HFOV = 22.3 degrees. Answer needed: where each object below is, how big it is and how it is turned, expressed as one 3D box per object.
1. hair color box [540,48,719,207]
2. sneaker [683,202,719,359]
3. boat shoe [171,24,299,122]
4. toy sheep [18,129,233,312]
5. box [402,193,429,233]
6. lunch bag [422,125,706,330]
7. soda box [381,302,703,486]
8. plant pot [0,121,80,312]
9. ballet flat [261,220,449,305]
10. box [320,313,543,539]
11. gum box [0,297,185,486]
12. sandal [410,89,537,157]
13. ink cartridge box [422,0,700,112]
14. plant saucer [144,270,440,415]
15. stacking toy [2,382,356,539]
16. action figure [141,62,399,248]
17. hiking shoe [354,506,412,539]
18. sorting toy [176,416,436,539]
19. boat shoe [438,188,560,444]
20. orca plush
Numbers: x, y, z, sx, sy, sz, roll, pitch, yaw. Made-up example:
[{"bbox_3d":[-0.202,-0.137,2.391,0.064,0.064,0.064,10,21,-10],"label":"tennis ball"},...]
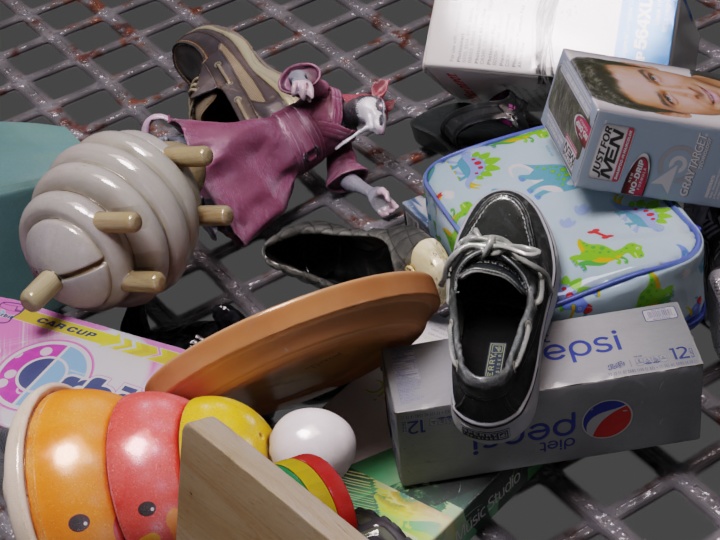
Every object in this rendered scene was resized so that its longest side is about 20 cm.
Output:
[{"bbox_3d":[0.235,-0.093,1.265,0.198,0.061,0.099,7,29,-14],"label":"hair color box"},{"bbox_3d":[0.296,-0.011,1.303,0.114,0.076,0.201,-6,40,2],"label":"sneaker"},{"bbox_3d":[-0.117,-0.155,1.588,0.073,0.075,0.200,-27,38,-24],"label":"boat shoe"},{"bbox_3d":[-0.179,-0.034,1.324,0.137,0.139,0.200,14,36,29],"label":"toy sheep"},{"bbox_3d":[0.137,-0.016,1.370,0.136,0.040,0.200,-23,38,-16],"label":"box"},{"bbox_3d":[0.143,-0.018,1.268,0.159,0.083,0.200,-19,39,-11],"label":"lunch bag"},{"bbox_3d":[0.115,0.079,1.165,0.198,0.069,0.064,-9,40,-3],"label":"soda box"},{"bbox_3d":[-0.297,-0.031,1.409,0.198,0.143,0.141,-18,36,-25],"label":"plant pot"},{"bbox_3d":[0.000,0.000,1.331,0.056,0.067,0.199,-9,9,-35],"label":"ballet flat"},{"bbox_3d":[0.043,0.114,1.216,0.143,0.037,0.200,21,47,34],"label":"box"},{"bbox_3d":[-0.204,0.096,1.268,0.198,0.067,0.114,14,43,28],"label":"gum box"},{"bbox_3d":[0.094,-0.119,1.468,0.075,0.048,0.200,-24,21,-21],"label":"sandal"},{"bbox_3d":[0.165,-0.179,1.481,0.198,0.085,0.146,9,-5,17],"label":"ink cartridge box"},{"bbox_3d":[-0.040,0.056,1.168,0.198,0.200,0.033,-20,77,-14],"label":"plant saucer"},{"bbox_3d":[-0.097,0.118,1.079,0.198,0.147,0.147,-16,33,17],"label":"stacking toy"},{"bbox_3d":[-0.057,-0.098,1.485,0.199,0.135,0.149,-28,21,-20],"label":"action figure"},{"bbox_3d":[-0.036,0.193,1.108,0.199,0.076,0.101,14,49,43],"label":"hiking shoe"},{"bbox_3d":[-0.018,0.202,0.983,0.069,0.201,0.199,-15,33,-36],"label":"sorting toy"},{"bbox_3d":[0.083,0.010,1.134,0.073,0.068,0.201,3,46,14],"label":"boat shoe"},{"bbox_3d":[-0.093,0.043,1.313,0.199,0.072,0.105,19,44,33],"label":"orca plush"}]
